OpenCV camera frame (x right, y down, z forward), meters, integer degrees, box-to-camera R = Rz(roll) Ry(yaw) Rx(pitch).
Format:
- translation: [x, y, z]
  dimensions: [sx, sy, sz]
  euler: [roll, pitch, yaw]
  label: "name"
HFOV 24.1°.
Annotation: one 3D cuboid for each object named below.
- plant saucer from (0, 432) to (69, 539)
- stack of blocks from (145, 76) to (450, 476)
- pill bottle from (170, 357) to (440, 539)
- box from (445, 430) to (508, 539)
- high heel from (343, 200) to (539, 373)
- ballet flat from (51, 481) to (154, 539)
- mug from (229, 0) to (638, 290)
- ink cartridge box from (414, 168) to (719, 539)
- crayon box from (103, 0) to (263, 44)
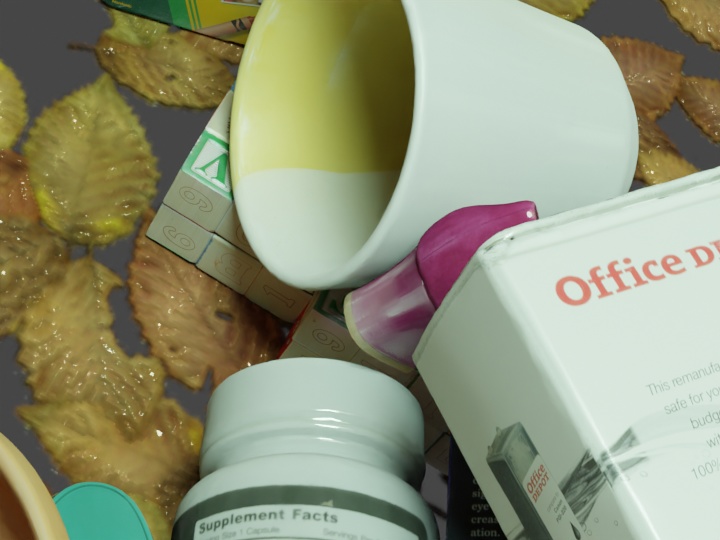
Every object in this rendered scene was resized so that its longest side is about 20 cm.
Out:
- translation: [-0.166, 0.142, 0.571]
  dimensions: [0.037, 0.199, 0.202]
  euler: [27, 41, -55]
  label: "plant saucer"
- translation: [0.000, 0.000, 0.817]
  dimensions: [0.199, 0.059, 0.116]
  euler: [32, 50, -6]
  label: "stack of blocks"
- translation: [-0.024, 0.146, 0.674]
  dimensions: [0.113, 0.114, 0.202]
  euler: [16, 53, -18]
  label: "pill bottle"
- translation: [0.089, 0.163, 0.684]
  dimensions: [0.103, 0.149, 0.202]
  euler: [-1, 53, 8]
  label: "box"
- translation: [0.088, 0.019, 0.725]
  dimensions: [0.199, 0.096, 0.068]
  euler: [26, 45, -43]
  label: "high heel"
- translation: [-0.101, 0.170, 0.618]
  dimensions: [0.067, 0.073, 0.201]
  euler: [3, 37, -18]
  label: "ballet flat"
- translation: [0.040, -0.080, 0.761]
  dimensions: [0.152, 0.149, 0.189]
  euler: [5, 70, -34]
  label: "mug"
- translation: [0.130, 0.074, 0.588]
  dimensions: [0.144, 0.085, 0.201]
  euler: [-15, 66, -28]
  label: "ink cartridge box"
- translation: [-0.022, -0.169, 0.877]
  dimensions: [0.198, 0.119, 0.059]
  euler: [14, 54, -19]
  label: "crayon box"
